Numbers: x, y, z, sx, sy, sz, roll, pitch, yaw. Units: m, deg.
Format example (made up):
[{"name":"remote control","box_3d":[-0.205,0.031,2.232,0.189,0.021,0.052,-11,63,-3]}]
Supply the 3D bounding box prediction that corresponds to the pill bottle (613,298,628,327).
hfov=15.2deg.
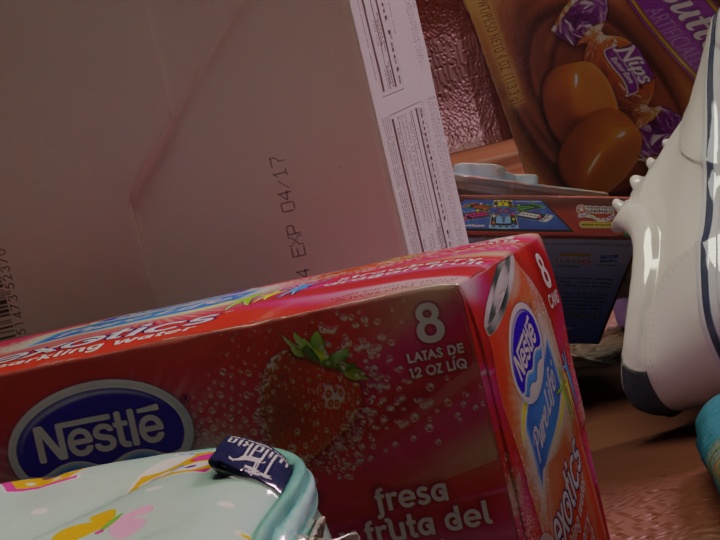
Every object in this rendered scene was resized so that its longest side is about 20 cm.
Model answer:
[{"name":"pill bottle","box_3d":[0.137,-0.083,1.181,0.113,0.200,0.113,-13,5,1]}]

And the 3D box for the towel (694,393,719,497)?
[{"name":"towel","box_3d":[0.167,0.045,0.730,0.146,0.022,0.200,-13,6,5]}]

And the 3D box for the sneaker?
[{"name":"sneaker","box_3d":[0.123,-0.029,0.951,0.071,0.073,0.200,-19,32,26]}]

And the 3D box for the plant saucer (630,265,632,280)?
[{"name":"plant saucer","box_3d":[0.192,-0.028,0.979,0.200,0.032,0.200,-30,27,17]}]

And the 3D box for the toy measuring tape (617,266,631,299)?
[{"name":"toy measuring tape","box_3d":[0.186,-0.016,1.082,0.200,0.074,0.074,-10,6,34]}]

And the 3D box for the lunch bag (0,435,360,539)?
[{"name":"lunch bag","box_3d":[-0.094,0.093,0.540,0.200,0.077,0.160,-13,5,7]}]

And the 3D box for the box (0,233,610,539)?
[{"name":"box","box_3d":[-0.046,0.059,0.691,0.200,0.096,0.100,-12,4,17]}]

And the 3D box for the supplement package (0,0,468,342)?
[{"name":"supplement package","box_3d":[-0.051,-0.006,0.824,0.155,0.200,0.111,-12,5,13]}]

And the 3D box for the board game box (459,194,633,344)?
[{"name":"board game box","box_3d":[0.000,0.000,1.023,0.199,0.019,0.103,1,-25,-5]}]

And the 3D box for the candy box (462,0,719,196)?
[{"name":"candy box","box_3d":[0.152,-0.098,1.092,0.200,0.117,0.056,-20,2,8]}]

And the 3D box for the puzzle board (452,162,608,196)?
[{"name":"puzzle board","box_3d":[-0.025,-0.031,1.041,0.200,0.017,0.151,6,-8,-42]}]
